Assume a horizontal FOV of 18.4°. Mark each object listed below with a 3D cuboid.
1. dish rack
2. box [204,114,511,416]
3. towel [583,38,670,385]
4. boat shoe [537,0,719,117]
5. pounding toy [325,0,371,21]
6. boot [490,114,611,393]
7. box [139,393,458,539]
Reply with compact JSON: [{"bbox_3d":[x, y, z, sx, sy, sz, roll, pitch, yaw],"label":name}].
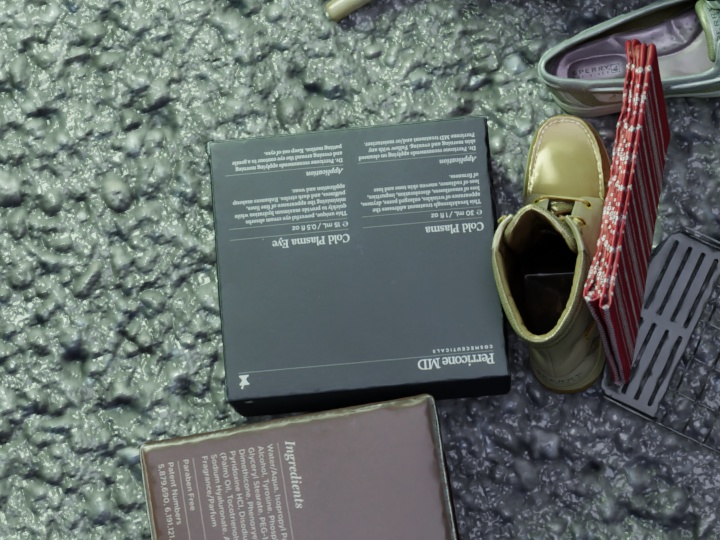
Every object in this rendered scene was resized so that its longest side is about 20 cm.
[{"bbox_3d":[0.274,0.062,1.553,0.199,0.055,0.154,25,82,8],"label":"dish rack"},{"bbox_3d":[0.000,0.000,1.555,0.198,0.104,0.184,-5,79,3],"label":"box"},{"bbox_3d":[0.183,-0.040,1.514,0.022,0.145,0.202,6,68,16],"label":"towel"},{"bbox_3d":[0.225,-0.160,1.571,0.200,0.065,0.075,-12,79,14],"label":"boat shoe"},{"bbox_3d":[0.084,-0.279,1.596,0.182,0.142,0.202,13,71,5],"label":"pounding toy"},{"bbox_3d":[0.133,-0.030,1.521,0.072,0.155,0.202,1,75,15],"label":"boot"},{"bbox_3d":[-0.032,0.188,1.493,0.198,0.166,0.166,-10,79,2],"label":"box"}]
